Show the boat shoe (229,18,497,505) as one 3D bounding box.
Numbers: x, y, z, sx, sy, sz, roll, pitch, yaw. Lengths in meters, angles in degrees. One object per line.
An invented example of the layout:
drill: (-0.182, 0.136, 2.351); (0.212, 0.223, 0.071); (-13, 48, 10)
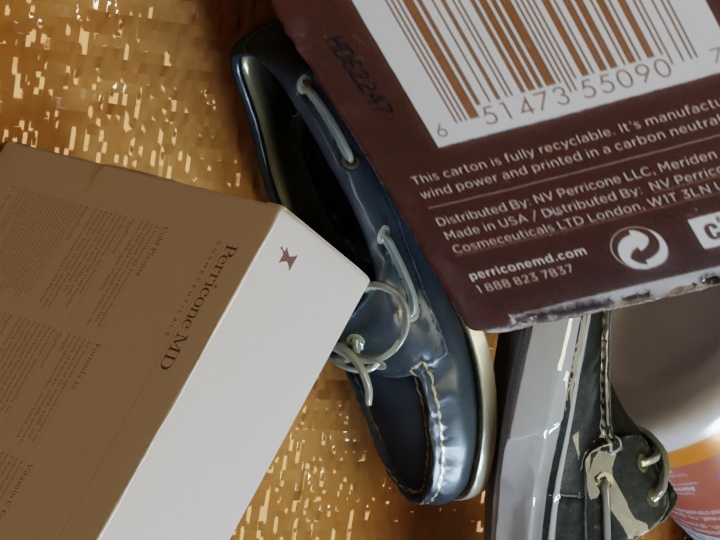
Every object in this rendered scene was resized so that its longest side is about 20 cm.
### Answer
boat shoe: (0.000, 0.000, 0.967); (0.062, 0.075, 0.201); (-27, 117, -33)

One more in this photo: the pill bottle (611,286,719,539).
pill bottle: (0.178, 0.073, 1.107); (0.200, 0.112, 0.112); (44, 71, -37)

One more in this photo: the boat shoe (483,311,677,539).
boat shoe: (0.084, 0.081, 1.009); (0.071, 0.072, 0.201); (3, 109, -2)

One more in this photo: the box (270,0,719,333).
box: (0.093, -0.115, 0.917); (0.164, 0.166, 0.200); (57, 34, -31)

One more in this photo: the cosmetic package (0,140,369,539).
cosmetic package: (-0.104, 0.064, 0.844); (0.052, 0.151, 0.200); (38, 75, -38)
